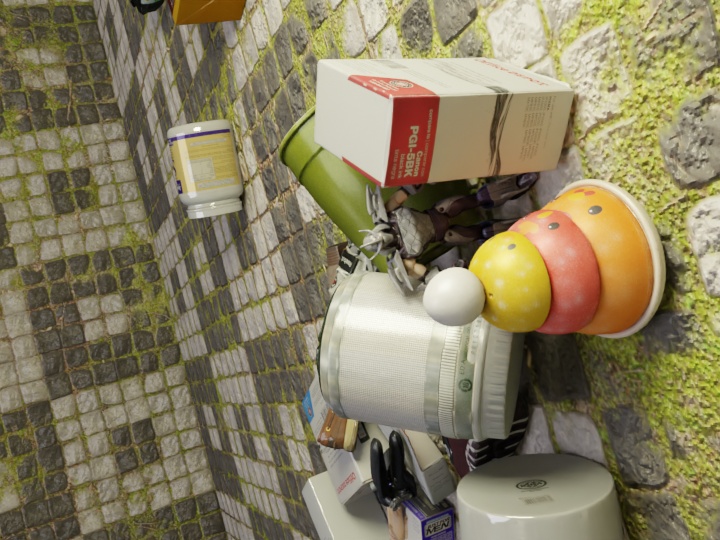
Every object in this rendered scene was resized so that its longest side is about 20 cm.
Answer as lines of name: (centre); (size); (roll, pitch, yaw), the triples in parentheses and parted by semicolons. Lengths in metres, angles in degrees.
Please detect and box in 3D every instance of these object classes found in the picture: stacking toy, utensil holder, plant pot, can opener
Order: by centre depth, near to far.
stacking toy: (0.145, 0.008, 0.630); (0.146, 0.199, 0.147); (41, 138, 51)
utensil holder: (0.187, 0.309, 0.739); (0.170, 0.169, 0.201); (1, 101, 65)
plant pot: (0.039, -0.100, 0.848); (0.194, 0.200, 0.200); (59, 153, 8)
can opener: (0.038, 0.278, 1.019); (0.079, 0.063, 0.200); (53, 168, 32)

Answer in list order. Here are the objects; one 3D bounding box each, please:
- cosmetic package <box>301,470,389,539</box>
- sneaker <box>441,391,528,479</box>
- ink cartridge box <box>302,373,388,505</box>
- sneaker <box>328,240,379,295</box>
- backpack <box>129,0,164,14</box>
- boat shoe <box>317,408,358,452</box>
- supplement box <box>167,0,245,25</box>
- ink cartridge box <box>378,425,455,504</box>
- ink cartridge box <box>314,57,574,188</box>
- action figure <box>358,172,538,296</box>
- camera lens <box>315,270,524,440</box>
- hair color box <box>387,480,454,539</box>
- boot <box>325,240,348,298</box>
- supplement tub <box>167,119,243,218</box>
cosmetic package: (-0.017, 0.460, 1.322); (0.201, 0.112, 0.081); (64, 153, 30)
sneaker: (0.137, 0.194, 0.897); (0.116, 0.075, 0.201); (-127, 33, -47)
ink cartridge box: (-0.018, 0.281, 1.262); (0.201, 0.084, 0.146); (65, 153, 22)
sneaker: (0.000, 0.000, 0.963); (0.074, 0.088, 0.201); (-147, 48, -70)
backpack: (-0.534, -0.766, 1.791); (0.200, 0.153, 0.164); (76, 171, -62)
boat shoe: (-0.030, 0.189, 1.179); (0.072, 0.067, 0.201); (91, -175, -66)
supplement box: (-0.294, -0.601, 1.344); (0.201, 0.132, 0.197); (70, 155, 13)
ink cartridge box: (0.054, 0.213, 1.055); (0.200, 0.043, 0.174); (49, 163, 46)
ink cartridge box: (0.075, -0.146, 0.692); (0.147, 0.199, 0.083); (43, 134, 51)
action figure: (0.085, -0.049, 0.729); (0.069, 0.199, 0.131); (-2, 102, 64)
camera lens: (0.064, 0.087, 0.769); (0.199, 0.160, 0.161); (6, 115, 18)
hair color box: (0.094, 0.431, 1.124); (0.109, 0.064, 0.201); (28, 125, 60)
boot: (0.016, 0.024, 1.094); (0.200, 0.070, 0.147); (-7, 105, 61)
supplement tub: (-0.341, -0.225, 1.623); (0.145, 0.145, 0.201); (9, 110, 64)
